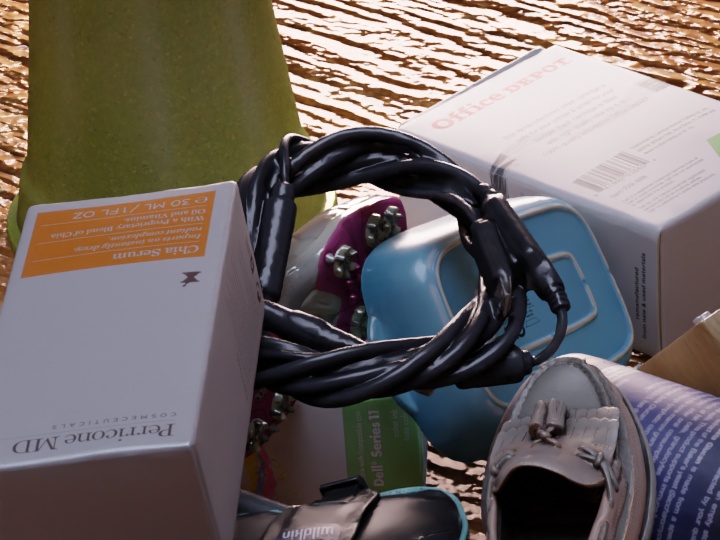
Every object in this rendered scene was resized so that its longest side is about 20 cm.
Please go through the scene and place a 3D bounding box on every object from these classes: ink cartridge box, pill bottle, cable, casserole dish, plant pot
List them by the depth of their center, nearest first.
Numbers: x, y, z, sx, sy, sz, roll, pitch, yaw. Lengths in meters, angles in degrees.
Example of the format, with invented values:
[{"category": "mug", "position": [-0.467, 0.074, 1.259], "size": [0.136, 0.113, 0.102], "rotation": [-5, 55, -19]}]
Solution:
[{"category": "pill bottle", "position": [0.164, 0.116, 1.380], "size": [0.199, 0.111, 0.111], "rotation": [18, 37, 34]}, {"category": "cable", "position": [0.000, 0.000, 1.421], "size": [0.163, 0.051, 0.200], "rotation": [-20, 41, -12]}, {"category": "casserole dish", "position": [0.077, 0.023, 1.524], "size": [0.039, 0.122, 0.200], "rotation": [-27, -4, 38]}, {"category": "ink cartridge box", "position": [-0.065, 0.064, 1.546], "size": [0.199, 0.068, 0.117], "rotation": [-2, 31, 4]}, {"category": "ink cartridge box", "position": [0.138, -0.043, 1.687], "size": [0.146, 0.084, 0.200], "rotation": [-29, 37, -36]}, {"category": "plant pot", "position": [-0.119, -0.112, 1.741], "size": [0.199, 0.185, 0.201], "rotation": [-4, 30, 2]}]

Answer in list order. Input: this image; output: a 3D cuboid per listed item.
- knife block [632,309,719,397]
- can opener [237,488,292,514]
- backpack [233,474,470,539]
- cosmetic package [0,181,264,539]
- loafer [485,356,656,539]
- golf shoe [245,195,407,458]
[{"category": "knife block", "position": [0.209, 0.101, 1.468], "size": [0.064, 0.200, 0.176], "rotation": [-28, 82, -37]}, {"category": "can opener", "position": [-0.023, 0.140, 1.369], "size": [0.199, 0.053, 0.066], "rotation": [21, -14, -15]}, {"category": "backpack", "position": [-0.037, 0.192, 1.234], "size": [0.175, 0.154, 0.200], "rotation": [-2, 21, 6]}, {"category": "cosmetic package", "position": [-0.102, 0.047, 1.281], "size": [0.101, 0.071, 0.200], "rotation": [-7, 33, 7]}, {"category": "loafer", "position": [0.086, 0.110, 1.296], "size": [0.072, 0.063, 0.201], "rotation": [-13, 46, 21]}, {"category": "golf shoe", "position": [-0.049, 0.015, 1.491], "size": [0.091, 0.076, 0.200], "rotation": [13, 35, 29]}]
